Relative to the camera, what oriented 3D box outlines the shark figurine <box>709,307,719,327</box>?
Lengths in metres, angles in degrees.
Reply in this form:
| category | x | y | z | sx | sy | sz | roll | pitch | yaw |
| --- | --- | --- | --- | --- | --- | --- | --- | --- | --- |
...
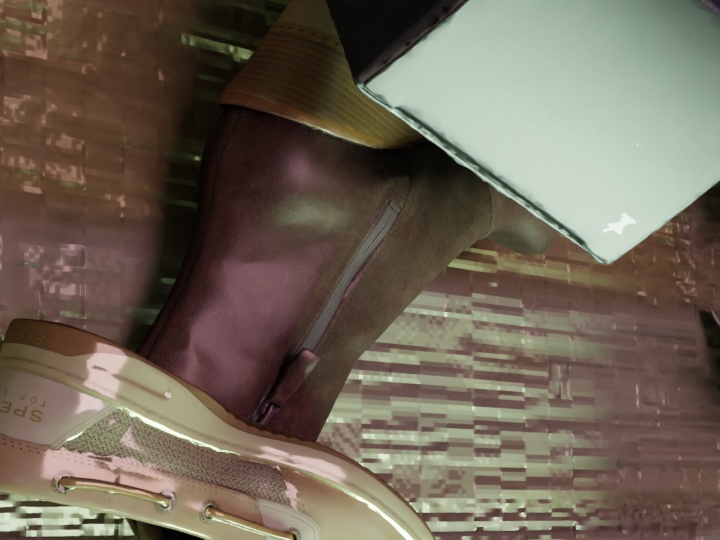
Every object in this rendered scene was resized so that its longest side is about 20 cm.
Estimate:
| category | x | y | z | sx | sy | sz | roll | pitch | yaw |
| --- | --- | --- | --- | --- | --- | --- | --- | --- | --- |
| shark figurine | 0.221 | 0.035 | 1.027 | 0.089 | 0.214 | 0.128 | 36 | 84 | 3 |

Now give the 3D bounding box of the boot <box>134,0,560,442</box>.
| category | x | y | z | sx | sy | sz | roll | pitch | yaw |
| --- | --- | --- | --- | --- | --- | --- | --- | --- | --- |
| boot | 0.000 | 0.000 | 0.808 | 0.200 | 0.072 | 0.167 | 34 | 74 | -47 |

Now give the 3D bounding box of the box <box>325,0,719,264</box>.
| category | x | y | z | sx | sy | sz | roll | pitch | yaw |
| --- | --- | --- | --- | --- | --- | --- | --- | --- | --- |
| box | 0.059 | -0.125 | 0.773 | 0.148 | 0.104 | 0.200 | 32 | 27 | -39 |

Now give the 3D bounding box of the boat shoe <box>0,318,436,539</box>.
| category | x | y | z | sx | sy | sz | roll | pitch | yaw |
| --- | --- | --- | --- | --- | --- | --- | --- | --- | --- |
| boat shoe | -0.053 | 0.083 | 0.715 | 0.200 | 0.072 | 0.065 | 33 | 69 | -40 |
